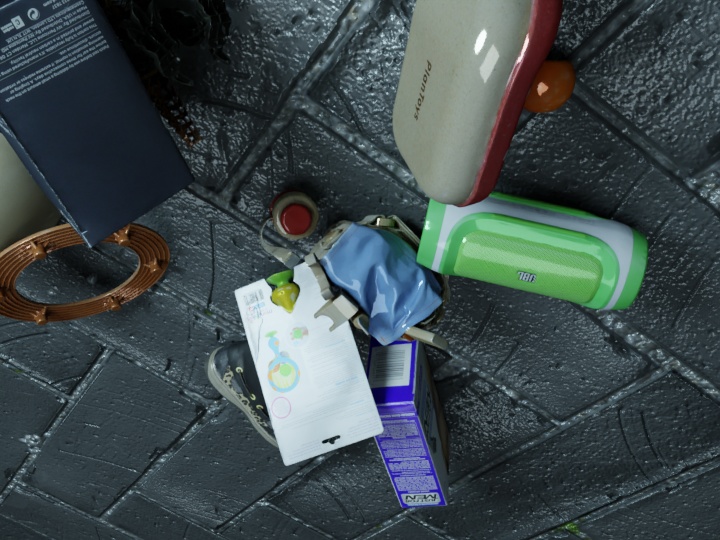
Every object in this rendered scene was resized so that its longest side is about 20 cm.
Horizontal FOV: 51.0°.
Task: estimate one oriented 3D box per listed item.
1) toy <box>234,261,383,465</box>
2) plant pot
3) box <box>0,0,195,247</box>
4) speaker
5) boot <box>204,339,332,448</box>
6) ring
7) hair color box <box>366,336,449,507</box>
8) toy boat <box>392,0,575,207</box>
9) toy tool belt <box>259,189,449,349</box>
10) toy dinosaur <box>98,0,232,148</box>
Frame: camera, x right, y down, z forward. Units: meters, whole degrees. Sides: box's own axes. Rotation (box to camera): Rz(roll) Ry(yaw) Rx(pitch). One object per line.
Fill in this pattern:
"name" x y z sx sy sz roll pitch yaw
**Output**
"toy" -0.054 0.096 0.826 0.115 0.047 0.200 -21 80 12
"plant pot" -0.430 -0.054 0.771 0.200 0.135 0.200 14 149 8
"box" -0.253 -0.147 0.622 0.200 0.104 0.182 34 153 48
"speaker" 0.157 -0.021 0.706 0.199 0.089 0.089 13 134 4
"boot" -0.079 0.144 0.932 0.200 0.073 0.150 46 128 -14
"ring" -0.305 0.009 0.821 0.200 0.019 0.201 -20 156 -9
"hair color box" 0.059 0.180 0.899 0.065 0.109 0.200 -6 130 13
"toy boat" 0.110 -0.151 0.595 0.130 0.131 0.200 -7 138 -19
"toy tool belt" 0.000 0.000 0.733 0.200 0.123 0.125 38 96 -19
"toy dinosaur" -0.181 -0.205 0.643 0.136 0.102 0.200 9 153 40
